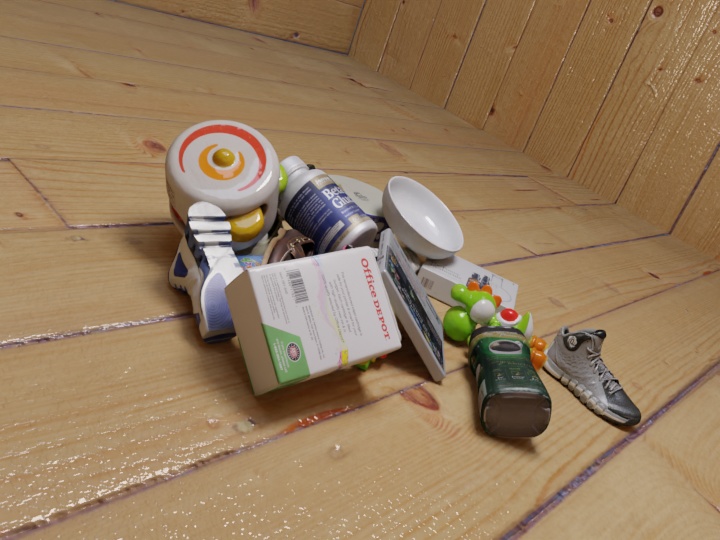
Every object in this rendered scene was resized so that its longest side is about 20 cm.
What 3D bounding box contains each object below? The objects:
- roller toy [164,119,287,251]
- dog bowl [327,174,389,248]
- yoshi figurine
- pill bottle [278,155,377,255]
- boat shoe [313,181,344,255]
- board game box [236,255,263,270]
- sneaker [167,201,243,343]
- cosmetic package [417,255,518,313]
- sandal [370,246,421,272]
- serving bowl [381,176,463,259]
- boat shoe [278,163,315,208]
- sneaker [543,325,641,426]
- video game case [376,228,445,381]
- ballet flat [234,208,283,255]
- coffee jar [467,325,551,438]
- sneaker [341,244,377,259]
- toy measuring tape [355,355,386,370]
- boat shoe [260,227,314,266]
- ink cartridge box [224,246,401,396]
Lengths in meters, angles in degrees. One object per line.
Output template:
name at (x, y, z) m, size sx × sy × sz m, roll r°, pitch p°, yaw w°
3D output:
roller toy at (-0.219, -0.137, 1.079) m, size 0.178 × 0.141 × 0.203 m, roll 18°, pitch 56°, yaw 0°
dog bowl at (-0.014, -0.127, 1.458) m, size 0.195 × 0.080 × 0.201 m, roll 19°, pitch 24°, yaw -9°
yoshi figurine at (0.223, 0.112, 1.182) m, size 0.199 × 0.113 × 0.113 m, roll 39°, pitch 65°, yaw 3°
pill bottle at (-0.072, -0.104, 1.185) m, size 0.200 × 0.112 × 0.110 m, roll 45°, pitch 29°, yaw 15°
boat shoe at (-0.073, -0.091, 1.289) m, size 0.062 × 0.074 × 0.202 m, roll 31°, pitch 46°, yaw 1°
board game box at (-0.110, 0.028, 1.100) m, size 0.197 × 0.037 × 0.151 m, roll 1°, pitch 32°, yaw -43°
sneaker at (-0.221, 0.017, 0.975) m, size 0.079 × 0.115 × 0.204 m, roll 1°, pitch 60°, yaw -34°
cosmetic package at (0.216, 0.032, 1.366) m, size 0.196 × 0.053 × 0.151 m, roll 26°, pitch 21°, yaw 8°
sandal at (0.042, 0.000, 1.285) m, size 0.199 × 0.050 × 0.083 m, roll -4°, pitch 51°, yaw -44°
serving bowl at (0.116, -0.097, 1.376) m, size 0.198 × 0.066 × 0.203 m, roll 31°, pitch 33°, yaw -22°
boat shoe at (-0.156, -0.166, 1.439) m, size 0.072 × 0.078 × 0.200 m, roll 0°, pitch 25°, yaw 23°
sneaker at (0.411, 0.167, 1.166) m, size 0.199 × 0.118 × 0.074 m, roll 38°, pitch 28°, yaw 32°
video game case at (0.082, 0.050, 1.091) m, size 0.203 × 0.023 × 0.183 m, roll 60°, pitch 15°, yaw -18°
ballet flat at (-0.183, -0.067, 1.199) m, size 0.068 × 0.071 × 0.201 m, roll 23°, pitch 24°, yaw 2°
coffee jar at (0.222, 0.163, 1.037) m, size 0.101 × 0.088 × 0.201 m, roll 2°, pitch 25°, yaw 2°
sneaker at (0.000, 0.000, 1.075) m, size 0.077 × 0.098 × 0.200 m, roll -11°, pitch 14°, yaw 20°
toy measuring tape at (0.026, 0.087, 1.055) m, size 0.072 × 0.075 × 0.200 m, roll 24°, pitch 24°, yaw 5°
boat shoe at (-0.112, -0.017, 1.055) m, size 0.069 × 0.072 × 0.201 m, roll 17°, pitch 23°, yaw -1°
ink cartridge box at (-0.060, 0.062, 0.889) m, size 0.196 × 0.084 × 0.148 m, roll -11°, pitch 79°, yaw -37°
